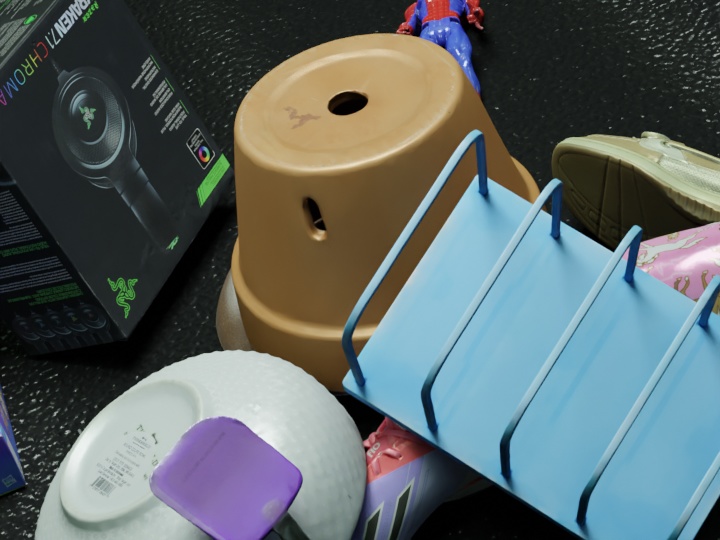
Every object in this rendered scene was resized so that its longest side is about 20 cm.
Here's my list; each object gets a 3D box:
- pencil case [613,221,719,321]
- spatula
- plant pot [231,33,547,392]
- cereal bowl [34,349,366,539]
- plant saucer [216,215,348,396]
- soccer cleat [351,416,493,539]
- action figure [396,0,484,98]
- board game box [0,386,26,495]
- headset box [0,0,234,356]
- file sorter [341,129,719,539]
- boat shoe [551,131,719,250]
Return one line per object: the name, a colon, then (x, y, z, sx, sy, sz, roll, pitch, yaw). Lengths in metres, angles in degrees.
pencil case: (0.189, 0.009, 1.094, 0.199, 0.086, 0.083, -19, 64, 19)
spatula: (-0.015, 0.150, 0.973, 0.057, 0.200, 0.021, -50, 9, -22)
plant pot: (0.009, -0.045, 1.164, 0.199, 0.141, 0.201, -10, 38, 8)
cereal bowl: (-0.099, 0.119, 1.052, 0.199, 0.083, 0.201, -24, 37, 20)
plant saucer: (0.000, 0.000, 1.251, 0.199, 0.032, 0.201, -11, 37, 9)
soccer cleat: (0.016, 0.113, 1.069, 0.200, 0.073, 0.068, -35, 42, -22)
action figure: (0.060, -0.167, 1.423, 0.065, 0.052, 0.201, -14, 35, 10)
board game box: (-0.297, 0.084, 1.247, 0.134, 0.045, 0.200, -21, 38, -5)
headset box: (-0.190, -0.067, 1.277, 0.092, 0.201, 0.174, -10, 34, 35)
file sorter: (0.105, 0.043, 0.989, 0.199, 0.123, 0.139, 32, 80, 12)
boat shoe: (0.209, -0.041, 1.192, 0.200, 0.074, 0.063, 20, 44, 34)
